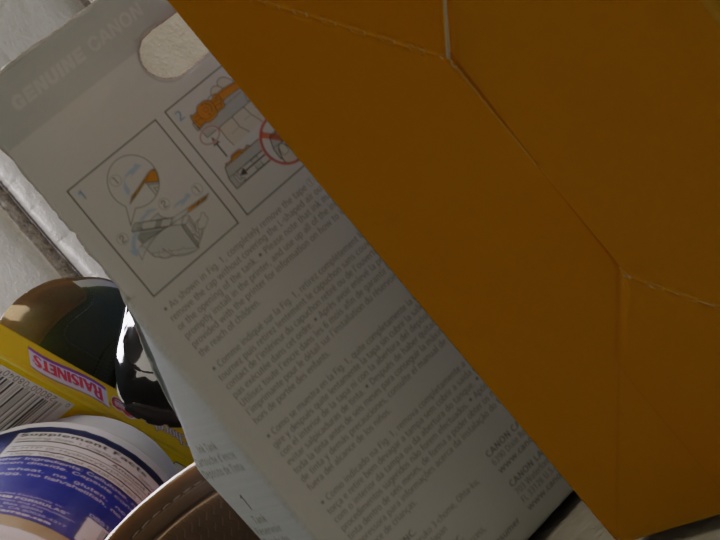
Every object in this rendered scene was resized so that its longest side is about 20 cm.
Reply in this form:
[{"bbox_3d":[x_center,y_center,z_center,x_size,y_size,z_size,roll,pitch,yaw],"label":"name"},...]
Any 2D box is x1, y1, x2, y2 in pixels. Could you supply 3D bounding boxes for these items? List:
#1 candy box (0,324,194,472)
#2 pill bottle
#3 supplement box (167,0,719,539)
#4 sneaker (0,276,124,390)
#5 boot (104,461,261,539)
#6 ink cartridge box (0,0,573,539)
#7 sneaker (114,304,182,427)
[{"bbox_3d":[-0.145,0.090,0.806,0.102,0.200,0.026,-35,44,20],"label":"candy box"},{"bbox_3d":[-0.126,0.126,0.676,0.120,0.120,0.200,-39,6,9],"label":"pill bottle"},{"bbox_3d":[0.096,-0.079,0.446,0.200,0.197,0.133,-45,8,-37],"label":"supplement box"},{"bbox_3d":[-0.093,0.057,0.858,0.067,0.090,0.200,-64,-24,0],"label":"sneaker"},{"bbox_3d":[-0.037,0.082,0.619,0.200,0.077,0.155,-38,9,-29],"label":"boot"},{"bbox_3d":[-0.001,-0.011,0.522,0.162,0.200,0.050,-42,6,-25],"label":"ink cartridge box"},{"bbox_3d":[-0.055,-0.033,0.704,0.075,0.088,0.201,6,49,19],"label":"sneaker"}]
